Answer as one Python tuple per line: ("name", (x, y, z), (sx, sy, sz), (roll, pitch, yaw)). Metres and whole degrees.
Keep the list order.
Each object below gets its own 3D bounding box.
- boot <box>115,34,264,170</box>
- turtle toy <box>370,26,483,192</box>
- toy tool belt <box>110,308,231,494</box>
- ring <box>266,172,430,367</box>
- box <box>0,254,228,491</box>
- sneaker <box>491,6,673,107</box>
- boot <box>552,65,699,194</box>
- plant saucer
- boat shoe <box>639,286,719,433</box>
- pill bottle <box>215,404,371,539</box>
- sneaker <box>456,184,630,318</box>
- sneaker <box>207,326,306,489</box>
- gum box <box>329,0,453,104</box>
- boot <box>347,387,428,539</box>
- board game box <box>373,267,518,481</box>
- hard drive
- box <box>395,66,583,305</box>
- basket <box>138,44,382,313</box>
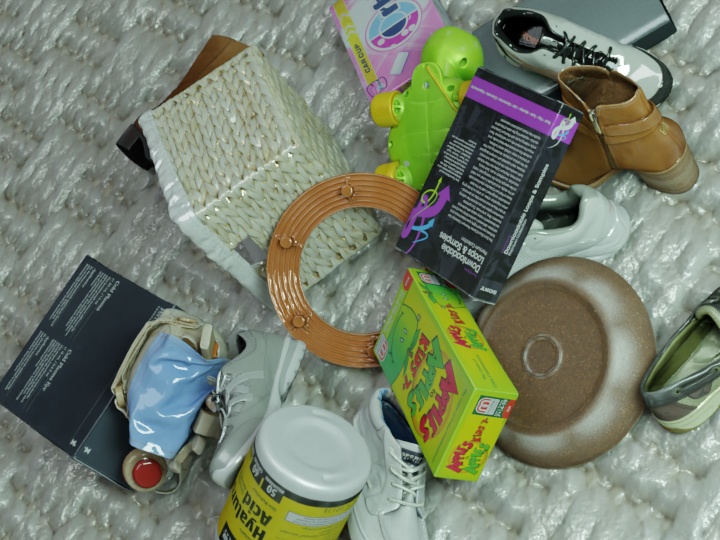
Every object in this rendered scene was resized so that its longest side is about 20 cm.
("boot", (-0.185, -0.192, 1.922), (0.200, 0.068, 0.188), (-48, 38, -10))
("turtle toy", (0.093, -0.158, 1.635), (0.145, 0.101, 0.201), (-3, 89, 33))
("toy tool belt", (-0.196, 0.144, 1.612), (0.123, 0.125, 0.200), (-158, 87, -74))
("ring", (0.000, 0.000, 1.589), (0.200, 0.019, 0.201), (0, 92, 9))
("box", (-0.283, 0.113, 1.750), (0.182, 0.104, 0.200), (26, 80, 44))
("sneaker", (0.218, -0.213, 1.574), (0.200, 0.080, 0.074), (22, 93, 20))
("boot", (0.221, -0.143, 1.508), (0.200, 0.155, 0.074), (8, 66, 39))
("plant saucer", (0.175, 0.082, 1.442), (0.200, 0.037, 0.201), (-10, 73, 34))
("boat shoe", (0.322, 0.053, 1.369), (0.201, 0.066, 0.072), (-49, 45, -1))
("pill bottle", (-0.073, 0.232, 1.466), (0.111, 0.111, 0.200), (63, 140, 42))
("sneaker", (0.157, -0.028, 1.520), (0.200, 0.099, 0.078), (-32, 48, 15))
("sneaker", (-0.120, 0.135, 1.540), (0.200, 0.082, 0.075), (-69, 2, -51))
("gum box", (0.047, -0.263, 1.776), (0.113, 0.066, 0.200), (-33, 47, 13))
("boot", (0.032, 0.201, 1.463), (0.096, 0.073, 0.200), (-60, 37, 30))
("board game box", (0.077, 0.095, 1.472), (0.102, 0.048, 0.200), (-67, 27, 26))
("hard drive", (0.226, -0.254, 1.663), (0.200, 0.033, 0.140), (-30, 48, 17))
("box", (0.120, -0.083, 1.493), (0.143, 0.036, 0.200), (36, 102, 53))
("basket", (-0.108, -0.099, 1.695), (0.161, 0.198, 0.200), (-34, 46, 10))
